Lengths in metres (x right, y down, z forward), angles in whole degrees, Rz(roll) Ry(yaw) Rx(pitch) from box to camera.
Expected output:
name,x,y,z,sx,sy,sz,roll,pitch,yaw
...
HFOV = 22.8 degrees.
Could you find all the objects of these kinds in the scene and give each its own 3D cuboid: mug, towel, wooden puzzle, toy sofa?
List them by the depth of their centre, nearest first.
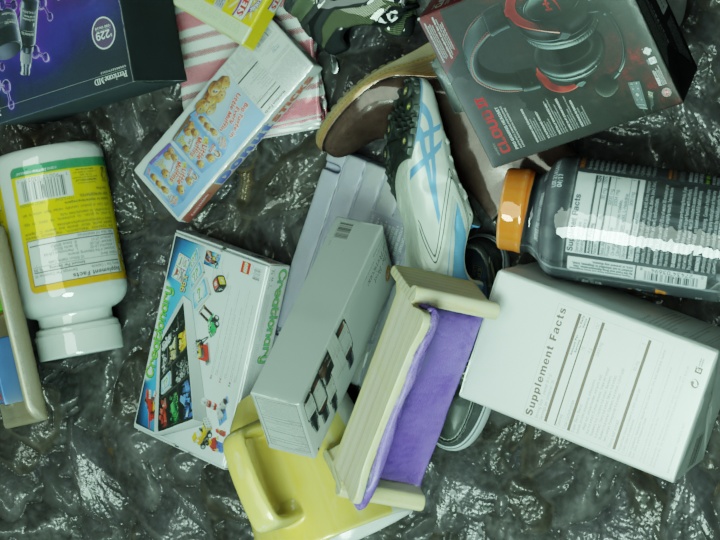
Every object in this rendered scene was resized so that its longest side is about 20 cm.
name,x,y,z,sx,sy,sz,roll,pitch,yaw
toy sofa,0.045,0.106,1.507,0.082,0.098,0.201,12,109,-22
mug,-0.046,0.173,1.617,0.149,0.187,0.154,-21,78,-9
towel,-0.108,-0.223,1.698,0.146,0.030,0.201,-9,87,22
wooden puzzle,-0.356,0.061,1.730,0.046,0.200,0.186,-13,88,-19

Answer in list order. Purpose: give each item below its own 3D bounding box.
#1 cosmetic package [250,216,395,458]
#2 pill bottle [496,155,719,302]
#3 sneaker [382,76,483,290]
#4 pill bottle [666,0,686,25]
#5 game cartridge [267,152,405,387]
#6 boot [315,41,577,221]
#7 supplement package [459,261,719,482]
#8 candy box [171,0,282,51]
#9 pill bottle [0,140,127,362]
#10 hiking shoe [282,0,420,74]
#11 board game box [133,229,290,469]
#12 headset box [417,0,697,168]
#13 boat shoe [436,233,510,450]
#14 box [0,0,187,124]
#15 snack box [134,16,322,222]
name,x,y,z,sx,sy,sz,roll,pitch,yaw
cosmetic package,-0.029,0.056,1.555,0.050,0.083,0.201,12,55,19
pill bottle,0.217,-0.039,1.516,0.199,0.106,0.107,9,96,11
sneaker,0.065,-0.069,1.558,0.072,0.072,0.201,-8,92,-21
pill bottle,0.174,-0.259,1.534,0.199,0.111,0.112,2,94,21
game cartridge,0.000,0.000,1.662,0.129,0.038,0.201,22,101,15
boot,0.073,-0.114,1.597,0.199,0.072,0.167,-33,77,12
supplement package,0.207,0.082,1.534,0.199,0.121,0.120,21,102,20
candy box,-0.088,-0.312,1.655,0.102,0.026,0.201,33,95,29
pill bottle,-0.287,-0.017,1.733,0.112,0.113,0.201,-11,88,22
hiking shoe,0.032,-0.266,1.623,0.199,0.076,0.101,-33,102,18
board game box,-0.144,0.074,1.706,0.126,0.035,0.201,20,101,36
headset box,0.154,-0.183,1.472,0.199,0.075,0.149,-17,112,30
boat shoe,0.091,0.067,1.610,0.070,0.066,0.201,17,99,20
box,-0.270,-0.227,1.708,0.199,0.079,0.142,-12,91,39
snack box,-0.126,-0.141,1.676,0.072,0.024,0.200,47,106,16
